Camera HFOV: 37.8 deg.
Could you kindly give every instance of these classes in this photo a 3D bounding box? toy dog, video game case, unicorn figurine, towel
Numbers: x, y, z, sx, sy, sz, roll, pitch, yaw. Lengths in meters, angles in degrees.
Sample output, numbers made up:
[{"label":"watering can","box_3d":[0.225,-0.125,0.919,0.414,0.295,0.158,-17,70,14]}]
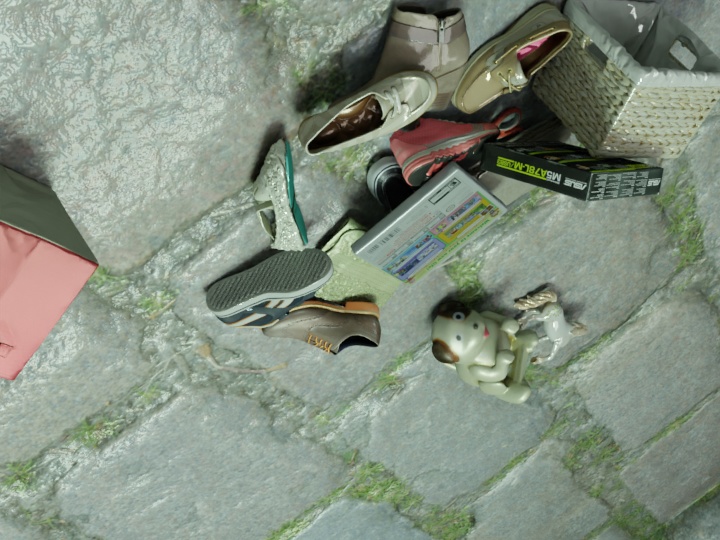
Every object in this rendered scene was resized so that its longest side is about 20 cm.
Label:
[{"label":"toy dog","box_3d":[0.205,0.129,1.880,0.200,0.192,0.141,37,68,-46]},{"label":"video game case","box_3d":[0.106,-0.065,1.577,0.199,0.022,0.182,-39,147,15]},{"label":"unicorn figurine","box_3d":[0.366,0.111,2.010,0.136,0.074,0.201,-31,141,-3]},{"label":"towel","box_3d":[0.000,0.000,1.668,0.149,0.037,0.199,-47,140,17]},{"label":"towel","box_3d":[0.250,-0.163,1.671,0.198,0.035,0.133,-30,150,-9]}]

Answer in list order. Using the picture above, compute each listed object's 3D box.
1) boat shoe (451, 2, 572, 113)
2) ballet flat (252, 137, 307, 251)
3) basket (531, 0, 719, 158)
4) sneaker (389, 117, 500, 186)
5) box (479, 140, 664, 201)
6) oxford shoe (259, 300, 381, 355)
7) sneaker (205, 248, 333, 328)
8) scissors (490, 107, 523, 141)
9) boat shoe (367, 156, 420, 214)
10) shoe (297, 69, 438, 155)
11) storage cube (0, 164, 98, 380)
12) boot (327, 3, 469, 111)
[{"label":"boat shoe","box_3d":[0.215,-0.292,1.493,0.200,0.069,0.074,-43,140,11]},{"label":"ballet flat","box_3d":[-0.117,-0.096,1.467,0.071,0.072,0.201,-23,140,-13]},{"label":"basket","box_3d":[0.389,-0.278,1.531,0.198,0.199,0.162,-4,135,-32]},{"label":"sneaker","box_3d":[0.124,-0.194,1.523,0.199,0.087,0.074,-22,160,-38]},{"label":"box","box_3d":[0.305,-0.147,1.516,0.198,0.192,0.048,-8,115,-45]},{"label":"oxford shoe","box_3d":[-0.062,0.094,1.665,0.197,0.074,0.072,-3,152,-10]},{"label":"sneaker","box_3d":[-0.126,0.029,1.565,0.197,0.079,0.080,-17,146,11]},{"label":"scissors","box_3d":[0.166,-0.196,1.601,0.198,0.014,0.074,-21,141,-19]},{"label":"boat shoe","box_3d":[0.072,-0.095,1.596,0.071,0.068,0.201,-33,142,-1]},{"label":"shoe","box_3d":[0.011,-0.200,1.371,0.198,0.054,0.071,-24,110,8]},{"label":"storage cube","box_3d":[-0.444,-0.014,1.218,0.180,0.200,0.170,-50,138,10]},{"label":"boot","box_3d":[0.051,-0.280,1.402,0.197,0.070,0.148,-11,127,-16]}]
